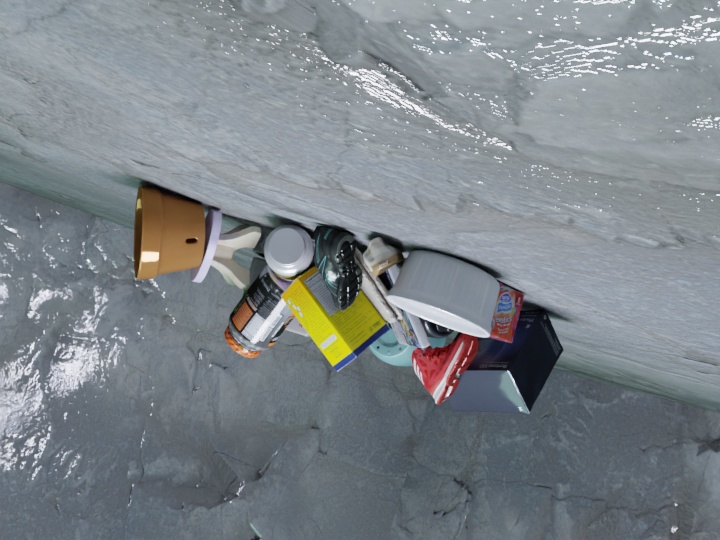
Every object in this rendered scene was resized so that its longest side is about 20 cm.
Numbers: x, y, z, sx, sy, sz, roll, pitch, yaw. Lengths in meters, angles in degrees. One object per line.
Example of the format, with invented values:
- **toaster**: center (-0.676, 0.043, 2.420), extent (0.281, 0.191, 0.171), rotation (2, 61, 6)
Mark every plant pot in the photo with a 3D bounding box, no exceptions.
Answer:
- **plant pot**: center (-0.420, -0.080, 1.819), extent (0.138, 0.203, 0.200), rotation (2, 180, -21)
- **plant pot**: center (0.100, 0.145, 2.067), extent (0.198, 0.204, 0.161), rotation (15, -174, 22)

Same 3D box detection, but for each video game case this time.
- **video game case**: center (0.073, 0.062, 1.723), extent (0.023, 0.202, 0.182), rotation (-24, -176, -12)

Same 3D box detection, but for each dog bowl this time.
- **dog bowl**: center (-0.164, -0.043, 1.950), extent (0.197, 0.059, 0.200), rotation (17, 174, 2)

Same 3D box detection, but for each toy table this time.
- **toy table**: center (-0.309, -0.043, 1.890), extent (0.116, 0.186, 0.200), rotation (12, 147, -22)

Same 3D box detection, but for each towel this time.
- **towel**: center (0.011, 0.022, 1.702), extent (0.201, 0.034, 0.132), rotation (55, 166, -8)

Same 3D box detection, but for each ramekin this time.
- **ramekin**: center (0.155, 0.040, 1.495), extent (0.198, 0.099, 0.201), rotation (21, 172, 3)

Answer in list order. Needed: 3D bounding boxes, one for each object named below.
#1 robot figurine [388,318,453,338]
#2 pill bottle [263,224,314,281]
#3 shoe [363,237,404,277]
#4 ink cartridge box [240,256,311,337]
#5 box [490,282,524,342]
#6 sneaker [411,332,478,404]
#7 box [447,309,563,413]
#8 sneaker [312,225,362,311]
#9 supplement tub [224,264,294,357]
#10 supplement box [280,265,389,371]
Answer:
- **robot figurine**: center (0.149, 0.090, 1.886), extent (0.149, 0.127, 0.199), rotation (20, 171, -39)
- **pill bottle**: center (-0.146, -0.037, 1.716), extent (0.103, 0.106, 0.200), rotation (17, 174, 2)
- **shoe**: center (0.040, -0.028, 1.528), extent (0.054, 0.069, 0.200), rotation (59, -179, 3)
- **ink cartridge box**: center (-0.175, 0.065, 1.971), extent (0.198, 0.148, 0.084), rotation (16, 177, 22)
- **box**: center (0.213, 0.069, 1.640), extent (0.095, 0.101, 0.199), rotation (21, 173, -39)
- **sneaker**: center (0.157, 0.172, 1.670), extent (0.078, 0.201, 0.115), rotation (-23, -123, -42)
- **box**: center (0.294, 0.192, 1.763), extent (0.198, 0.199, 0.124), rotation (-7, 123, 43)
- **sneaker**: center (-0.046, -0.008, 1.605), extent (0.079, 0.075, 0.202), rotation (27, 141, 29)
- **supplement tub**: center (-0.215, 0.092, 1.863), extent (0.122, 0.201, 0.123), rotation (33, -158, -15)
- **supplement box**: center (-0.054, 0.087, 1.719), extent (0.201, 0.108, 0.109), rotation (53, 147, 3)
